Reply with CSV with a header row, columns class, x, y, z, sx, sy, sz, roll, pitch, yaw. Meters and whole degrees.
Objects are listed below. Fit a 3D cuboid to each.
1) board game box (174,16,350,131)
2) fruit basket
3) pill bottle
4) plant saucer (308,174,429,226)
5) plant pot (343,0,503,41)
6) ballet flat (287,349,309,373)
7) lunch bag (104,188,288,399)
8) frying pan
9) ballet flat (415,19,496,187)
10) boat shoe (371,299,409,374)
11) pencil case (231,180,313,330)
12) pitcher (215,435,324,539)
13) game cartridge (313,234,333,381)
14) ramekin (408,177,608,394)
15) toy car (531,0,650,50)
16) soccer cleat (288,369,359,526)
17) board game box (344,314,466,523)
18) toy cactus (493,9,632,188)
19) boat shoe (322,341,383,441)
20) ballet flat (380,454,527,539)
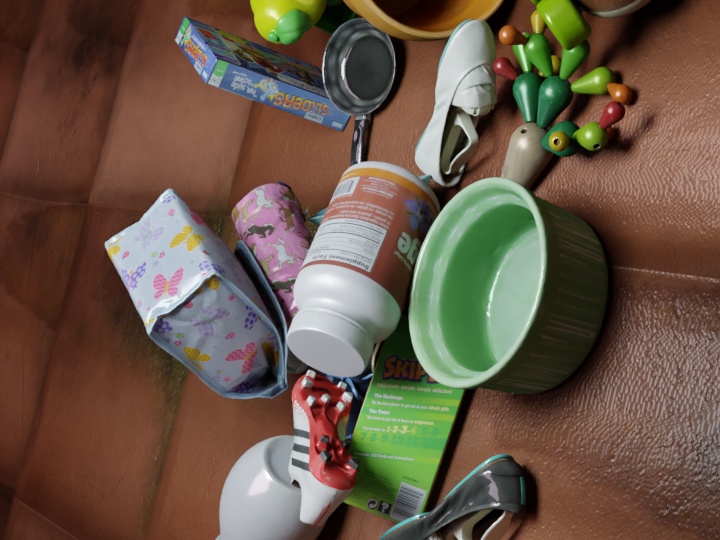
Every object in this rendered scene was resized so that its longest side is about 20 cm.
class,x,y,z,sx,sy,sz,roll,pitch,yaw
board game box,-0.119,-0.242,1.792,0.035,0.198,0.136,-61,34,18
fruit basket,-0.082,-0.371,1.787,0.156,0.214,0.216,-59,36,21
pill bottle,0.000,0.000,1.457,0.112,0.112,0.201,-20,40,51
plant saucer,0.010,-0.075,1.636,0.019,0.070,0.200,63,156,-8
plant pot,0.050,-0.349,1.609,0.183,0.198,0.202,-173,98,-72
ballet flat,-0.093,0.027,1.701,0.067,0.062,0.202,-45,42,37
lunch bag,-0.162,0.034,1.589,0.127,0.200,0.170,-38,43,3
frying pan,0.012,-0.208,1.733,0.114,0.031,0.192,-27,75,37
ballet flat,0.109,-0.168,1.517,0.201,0.069,0.070,108,154,-44
boat shoe,0.069,0.027,1.513,0.072,0.067,0.202,16,90,58
pencil case,-0.076,-0.006,1.647,0.086,0.083,0.201,-28,55,2
pitcher,-0.106,0.264,1.651,0.173,0.120,0.201,-90,22,-49
game cartridge,-0.025,0.036,1.685,0.134,0.041,0.201,-56,37,20
ramekin,0.142,0.021,1.378,0.199,0.097,0.202,-29,54,48
toy car,0.191,-0.336,1.321,0.164,0.200,0.159,-36,44,12
soccer cleat,-0.044,0.176,1.474,0.086,0.068,0.201,-62,20,23
board game box,0.047,0.152,1.478,0.030,0.095,0.202,-18,-53,-79
toy cactus,0.178,-0.152,1.420,0.200,0.101,0.166,52,130,42
boat shoe,-0.007,0.088,1.568,0.083,0.068,0.202,14,102,28
ballet flat,0.087,0.250,1.398,0.200,0.067,0.069,-44,52,38
